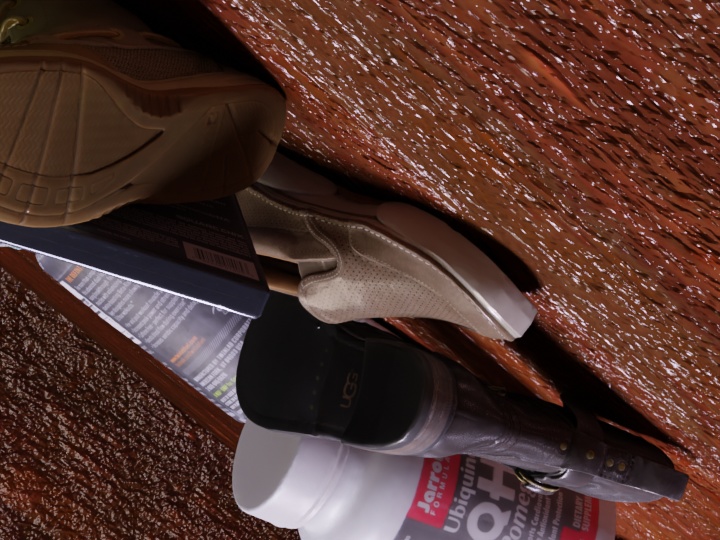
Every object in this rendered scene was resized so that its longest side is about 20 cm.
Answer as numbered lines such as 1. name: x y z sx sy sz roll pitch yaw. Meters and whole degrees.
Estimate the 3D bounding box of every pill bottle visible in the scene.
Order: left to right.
1. pill bottle: -0.111 -0.012 1.125 0.200 0.106 0.106 39 170 -10
2. pill bottle: 0.034 0.125 1.097 0.199 0.111 0.111 22 177 -25

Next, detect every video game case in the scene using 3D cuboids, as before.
1. video game case: -0.123 -0.049 0.902 0.142 0.019 0.200 18 -160 -20

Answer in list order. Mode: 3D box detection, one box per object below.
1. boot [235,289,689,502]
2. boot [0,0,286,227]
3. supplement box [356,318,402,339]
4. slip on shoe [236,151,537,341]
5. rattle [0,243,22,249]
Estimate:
1. boot: 0.046 0.074 0.995 0.174 0.070 0.200 19 -179 -35
2. boot: -0.148 -0.087 0.839 0.155 0.073 0.200 34 -154 33
3. supplement box: -0.011 0.071 1.255 0.200 0.074 0.126 33 170 22
4. slip on shoe: 0.000 0.000 0.920 0.200 0.061 0.076 28 167 44
5. rattle: -0.239 -0.019 0.893 0.130 0.143 0.200 41 178 5
